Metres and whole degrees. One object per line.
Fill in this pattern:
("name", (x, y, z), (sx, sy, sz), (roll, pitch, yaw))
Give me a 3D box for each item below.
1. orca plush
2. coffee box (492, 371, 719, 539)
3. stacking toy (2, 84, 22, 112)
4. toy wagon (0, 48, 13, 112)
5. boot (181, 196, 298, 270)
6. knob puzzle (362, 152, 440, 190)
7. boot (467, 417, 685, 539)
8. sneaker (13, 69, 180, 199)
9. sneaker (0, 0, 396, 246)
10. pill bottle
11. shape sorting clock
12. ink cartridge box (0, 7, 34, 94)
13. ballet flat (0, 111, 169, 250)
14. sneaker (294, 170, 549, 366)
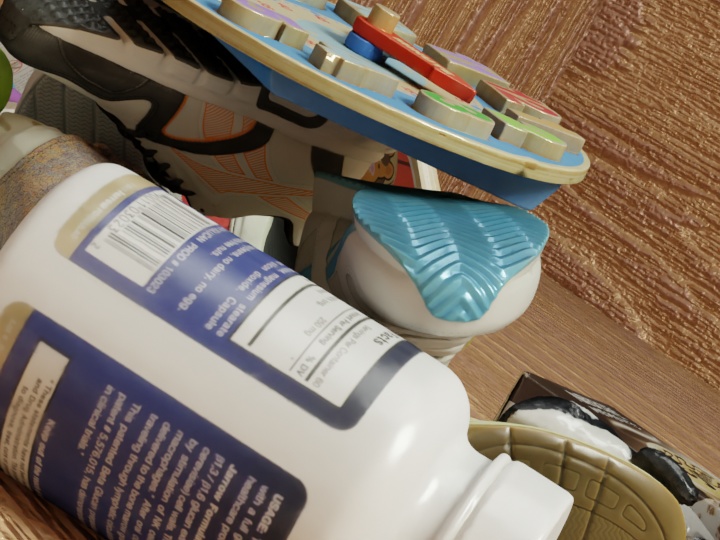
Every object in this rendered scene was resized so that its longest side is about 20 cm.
("orca plush", (0.156, 0.128, 1.085), (0.199, 0.106, 0.071), (32, 36, 18))
("coffee box", (0.164, 0.144, 1.188), (0.200, 0.080, 0.113), (34, 7, 35))
("stacking toy", (-0.224, -0.105, 1.095), (0.085, 0.085, 0.200), (23, 26, -54))
("toy wagon", (-0.234, -0.067, 0.836), (0.199, 0.040, 0.155), (-7, -5, 27))
("boot", (-0.103, 0.005, 1.144), (0.073, 0.143, 0.201), (64, 16, -45))
("knob puzzle", (0.000, 0.000, 1.128), (0.030, 0.222, 0.220), (1, 15, -18))
("boot", (0.022, 0.081, 0.907), (0.198, 0.073, 0.155), (9, 6, -9))
("sneaker", (-0.118, -0.054, 1.027), (0.073, 0.071, 0.200), (22, -32, 3))
("sneaker", (-0.069, -0.061, 0.909), (0.199, 0.080, 0.074), (21, 24, -41))
("pill bottle", (-0.033, 0.059, 0.750), (0.199, 0.112, 0.111), (32, 6, 11))
("shape sorting clock", (0.001, -0.085, 0.871), (0.199, 0.039, 0.200), (28, 10, -6))
("ink cartridge box", (-0.149, -0.102, 1.198), (0.176, 0.199, 0.045), (39, -25, 53))
("ballet flat", (-0.125, -0.028, 0.880), (0.067, 0.068, 0.200), (47, 1, 4))
("sneaker", (0.019, 0.011, 0.837), (0.076, 0.081, 0.200), (9, 4, -9))
